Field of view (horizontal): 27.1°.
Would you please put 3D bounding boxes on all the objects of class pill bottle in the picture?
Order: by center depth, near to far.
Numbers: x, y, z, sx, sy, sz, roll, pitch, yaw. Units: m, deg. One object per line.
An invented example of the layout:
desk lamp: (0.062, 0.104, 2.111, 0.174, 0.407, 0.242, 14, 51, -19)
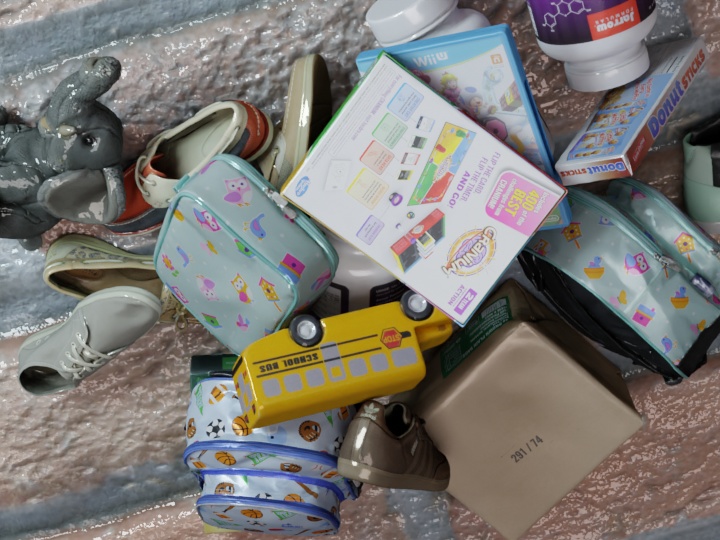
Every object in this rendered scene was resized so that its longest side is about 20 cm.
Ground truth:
pill bottle: (0.200, -0.267, 1.337, 0.112, 0.113, 0.201, -18, 115, 5)
pill bottle: (0.088, -0.170, 1.377, 0.111, 0.111, 0.200, -28, 114, 10)
pill bottle: (0.000, 0.000, 1.422, 0.111, 0.112, 0.200, -1, 135, -3)

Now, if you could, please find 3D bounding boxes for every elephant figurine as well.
elephant figurine: (-0.269, -0.103, 1.367, 0.199, 0.155, 0.142, -16, 94, 14)

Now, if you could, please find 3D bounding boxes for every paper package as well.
paper package: (0.155, 0.146, 1.538, 0.190, 0.104, 0.200, 39, 108, -20)

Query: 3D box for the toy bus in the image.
toy bus: (-0.012, 0.077, 1.333, 0.199, 0.065, 0.079, -13, 73, -19)

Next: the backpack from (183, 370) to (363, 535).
backpack: (-0.086, 0.170, 1.420, 0.199, 0.155, 0.191, -1, 152, 4)

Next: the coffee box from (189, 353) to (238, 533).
coffee box: (-0.112, 0.182, 1.568, 0.122, 0.044, 0.201, -2, 116, -3)

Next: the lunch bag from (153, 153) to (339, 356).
lunch bag: (-0.110, -0.014, 1.364, 0.160, 0.077, 0.200, 45, 150, 5)

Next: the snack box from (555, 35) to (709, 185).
snack box: (0.247, -0.146, 1.348, 0.072, 0.200, 0.024, -6, 124, 40)

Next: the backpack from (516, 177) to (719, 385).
backpack: (0.248, -0.006, 1.434, 0.200, 0.176, 0.154, 31, 93, -18)

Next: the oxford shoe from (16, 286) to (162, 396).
oxford shoe: (-0.267, 0.073, 1.462, 0.200, 0.058, 0.075, -28, 131, 34)

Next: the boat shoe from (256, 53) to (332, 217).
boat shoe: (-0.071, -0.108, 1.420, 0.065, 0.072, 0.201, 12, 108, 14)

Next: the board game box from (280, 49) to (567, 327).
board game box: (0.054, -0.070, 1.296, 0.200, 0.040, 0.153, 37, 99, -8)

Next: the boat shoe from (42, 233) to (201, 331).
boat shoe: (-0.214, 0.020, 1.474, 0.199, 0.063, 0.074, 11, 114, -9)

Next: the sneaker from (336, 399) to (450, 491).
sneaker: (0.044, 0.163, 1.402, 0.070, 0.200, 0.076, 15, 89, 22)

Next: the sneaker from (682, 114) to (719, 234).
sneaker: (0.410, -0.111, 1.444, 0.200, 0.074, 0.119, -14, 122, 6)

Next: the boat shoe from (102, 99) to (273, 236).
boat shoe: (-0.175, -0.097, 1.399, 0.200, 0.063, 0.071, -29, 74, 20)

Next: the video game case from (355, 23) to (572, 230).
video game case: (0.094, -0.116, 1.331, 0.143, 0.018, 0.200, -7, 123, 27)
